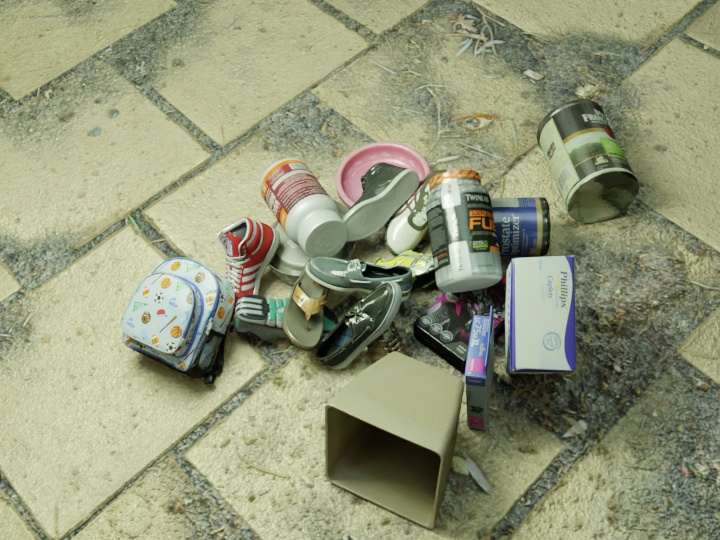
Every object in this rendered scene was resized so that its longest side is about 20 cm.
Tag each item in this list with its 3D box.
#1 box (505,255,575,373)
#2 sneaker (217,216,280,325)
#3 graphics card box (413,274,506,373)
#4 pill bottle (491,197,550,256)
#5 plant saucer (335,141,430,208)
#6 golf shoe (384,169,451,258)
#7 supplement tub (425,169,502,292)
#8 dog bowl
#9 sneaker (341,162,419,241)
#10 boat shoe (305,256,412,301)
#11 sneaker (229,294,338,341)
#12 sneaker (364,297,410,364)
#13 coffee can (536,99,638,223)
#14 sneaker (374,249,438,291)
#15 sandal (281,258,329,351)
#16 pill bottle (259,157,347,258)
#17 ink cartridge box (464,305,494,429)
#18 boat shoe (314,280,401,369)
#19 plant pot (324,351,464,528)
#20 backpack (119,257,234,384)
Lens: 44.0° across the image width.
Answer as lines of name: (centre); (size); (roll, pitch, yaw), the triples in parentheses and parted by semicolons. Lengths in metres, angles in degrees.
box: (0.298, 0.079, 1.499); (0.103, 0.200, 0.187); (0, 82, 6)
sneaker: (-0.231, -0.003, 1.660); (0.071, 0.112, 0.203); (19, 84, 35)
graphics card box: (0.204, 0.080, 1.638); (0.125, 0.051, 0.200); (36, 65, 27)
pill bottle: (0.260, -0.083, 1.716); (0.196, 0.113, 0.113); (-1, 53, 4)
plant saucer: (0.048, -0.179, 1.844); (0.197, 0.051, 0.203); (-2, 54, 3)
golf shoe: (0.115, -0.116, 1.732); (0.077, 0.088, 0.201); (34, 78, -10)
supplement tub: (0.183, -0.070, 1.606); (0.120, 0.123, 0.203); (-8, 77, -1)
dog bowl: (-0.101, -0.053, 1.758); (0.196, 0.059, 0.202); (-3, 53, 3)
sneaker: (0.016, -0.136, 1.746); (0.200, 0.071, 0.099); (-41, 36, -11)
boat shoe: (0.000, 0.000, 1.616); (0.197, 0.062, 0.073); (14, 41, 0)
sneaker: (-0.141, 0.097, 1.651); (0.197, 0.088, 0.075); (12, 50, -17)
sneaker: (0.043, 0.134, 1.594); (0.070, 0.076, 0.201); (-23, 54, -13)
coffee can: (0.450, -0.218, 1.779); (0.144, 0.147, 0.202); (-11, 53, -3)
sneaker: (0.118, -0.009, 1.696); (0.197, 0.076, 0.077); (-10, 54, -4)
sandal: (-0.087, 0.050, 1.612); (0.081, 0.055, 0.202); (22, 56, -4)
pill bottle: (-0.107, -0.116, 1.689); (0.108, 0.110, 0.201); (-24, 48, -13)
ink cartridge box: (0.199, 0.162, 1.482); (0.041, 0.201, 0.121); (6, 53, 11)
boat shoe: (-0.004, 0.097, 1.569); (0.201, 0.056, 0.069); (-51, 48, 18)
plant pot: (0.069, 0.254, 1.442); (0.197, 0.202, 0.178); (20, 46, 18)
backpack: (-0.324, 0.075, 1.603); (0.198, 0.154, 0.193); (21, 76, 19)
